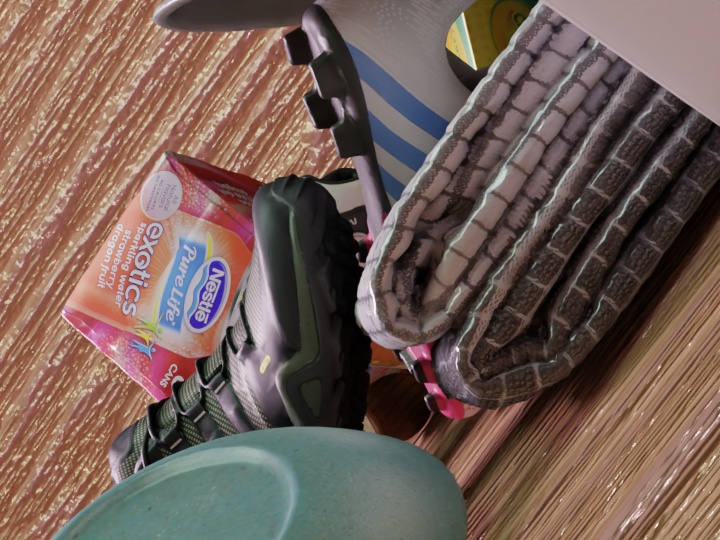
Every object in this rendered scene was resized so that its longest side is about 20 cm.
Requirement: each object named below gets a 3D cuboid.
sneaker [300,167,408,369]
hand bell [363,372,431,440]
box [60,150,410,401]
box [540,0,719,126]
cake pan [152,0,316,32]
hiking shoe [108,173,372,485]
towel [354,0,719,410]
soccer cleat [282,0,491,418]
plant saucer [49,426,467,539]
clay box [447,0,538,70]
[{"bbox_3d":[0.000,0.000,1.328,0.200,0.076,0.088,65,-153,-86],"label":"sneaker"},{"bbox_3d":[-0.002,0.077,1.371,0.104,0.104,0.200,-55,-11,18],"label":"hand bell"},{"bbox_3d":[-0.041,0.021,1.490,0.100,0.095,0.200,-55,-29,9],"label":"box"},{"bbox_3d":[0.150,-0.152,0.853,0.152,0.106,0.200,-57,3,-33],"label":"box"},{"bbox_3d":[0.014,-0.132,1.173,0.200,0.037,0.200,-11,-2,0],"label":"cake pan"},{"bbox_3d":[-0.050,0.060,1.153,0.076,0.101,0.200,-53,-34,-74],"label":"hiking shoe"},{"bbox_3d":[0.081,-0.043,1.050,0.200,0.086,0.166,-54,-2,-2],"label":"towel"},{"bbox_3d":[0.037,-0.030,1.167,0.086,0.200,0.070,-23,34,-8],"label":"soccer cleat"},{"bbox_3d":[-0.061,0.110,1.029,0.201,0.039,0.201,-24,28,13],"label":"plant saucer"},{"bbox_3d":[0.059,-0.052,1.269,0.048,0.115,0.200,-12,-9,-11],"label":"clay box"}]
